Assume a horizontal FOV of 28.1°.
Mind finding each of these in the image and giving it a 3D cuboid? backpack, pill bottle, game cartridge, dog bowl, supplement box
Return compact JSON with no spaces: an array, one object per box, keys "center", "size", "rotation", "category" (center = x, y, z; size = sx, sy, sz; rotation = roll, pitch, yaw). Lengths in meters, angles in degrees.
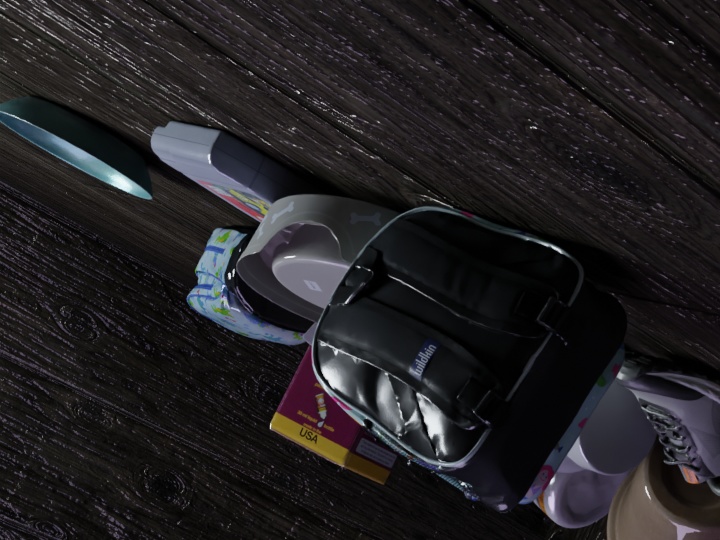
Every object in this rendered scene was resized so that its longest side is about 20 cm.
[{"center":[-0.116,0.014,1.645],"size":[0.162,0.155,0.200],"rotation":[23,-171,-29],"category":"backpack"},{"center":[0.205,0.190,1.625],"size":[0.116,0.117,0.200],"rotation":[33,-174,-41],"category":"pill bottle"},{"center":[-0.078,-0.066,1.265],"size":[0.199,0.041,0.133],"rotation":[32,168,-34],"category":"game cartridge"},{"center":[0.000,0.000,1.187],"size":[0.199,0.059,0.200],"rotation":[16,162,5],"category":"dog bowl"},{"center":[0.171,0.115,1.298],"size":[0.119,0.120,0.200],"rotation":[31,172,-30],"category":"pill bottle"},{"center":[0.071,0.054,1.000],"size":[0.199,0.178,0.151],"rotation":[26,169,41],"category":"backpack"},{"center":[0.008,0.110,1.532],"size":[0.103,0.201,0.131],"rotation":[24,173,26],"category":"supplement box"}]

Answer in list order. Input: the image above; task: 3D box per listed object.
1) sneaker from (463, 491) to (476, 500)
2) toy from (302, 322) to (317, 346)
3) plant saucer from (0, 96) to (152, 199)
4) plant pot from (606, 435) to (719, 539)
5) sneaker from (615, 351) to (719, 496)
[{"center":[0.097,0.164,1.592],"size":[0.085,0.201,0.077],"rotation":[-18,150,13],"category":"sneaker"},{"center":[0.052,0.082,1.408],"size":[0.200,0.115,0.047],"rotation":[41,-175,-16],"category":"toy"},{"center":[-0.310,-0.141,1.587],"size":[0.199,0.036,0.200],"rotation":[27,173,4],"category":"plant saucer"},{"center":[0.332,0.233,1.382],"size":[0.199,0.201,0.175],"rotation":[24,156,26],"category":"plant pot"},{"center":[0.271,0.127,1.173],"size":[0.200,0.080,0.074],"rotation":[34,172,-37],"category":"sneaker"}]
